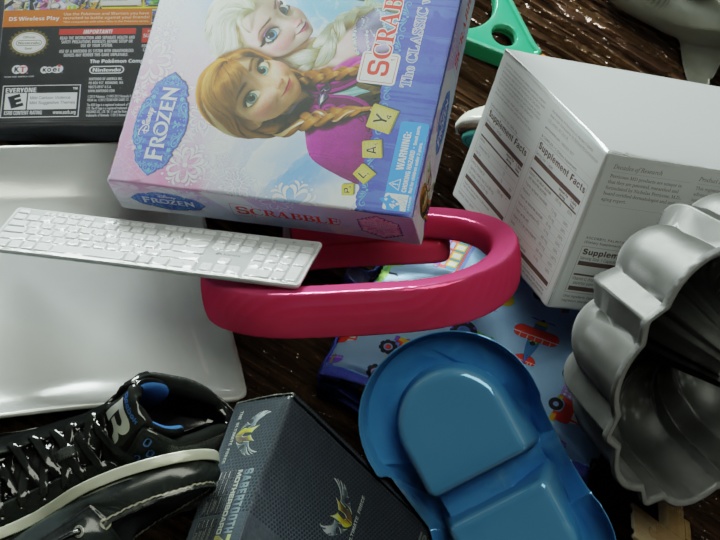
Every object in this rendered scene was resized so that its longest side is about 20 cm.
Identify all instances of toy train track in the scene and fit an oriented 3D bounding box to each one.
[{"bbox_3d":[0.191,0.147,1.392,0.115,0.032,0.200,38,43,-43],"label":"toy train track"}]

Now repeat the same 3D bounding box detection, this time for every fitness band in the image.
[{"bbox_3d":[0.000,0.000,1.328,0.199,0.038,0.144,-4,19,6],"label":"fitness band"}]

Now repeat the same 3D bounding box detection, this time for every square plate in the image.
[{"bbox_3d":[-0.187,0.007,1.354,0.199,0.028,0.199,-3,58,-22],"label":"square plate"}]

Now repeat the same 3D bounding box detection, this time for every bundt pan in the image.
[{"bbox_3d":[0.202,0.038,1.286,0.202,0.202,0.076,-22,42,-28],"label":"bundt pan"}]

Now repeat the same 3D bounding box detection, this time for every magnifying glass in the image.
[{"bbox_3d":[0.110,-0.164,1.566,0.200,0.022,0.080,43,57,8],"label":"magnifying glass"}]

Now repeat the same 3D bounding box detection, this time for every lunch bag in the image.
[{"bbox_3d":[0.076,0.050,1.390,0.200,0.094,0.151,28,57,5],"label":"lunch bag"}]

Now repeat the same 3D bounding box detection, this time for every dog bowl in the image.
[{"bbox_3d":[0.078,0.127,1.290,0.111,0.050,0.200,-28,93,10],"label":"dog bowl"}]

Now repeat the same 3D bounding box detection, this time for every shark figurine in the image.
[{"bbox_3d":[0.272,-0.172,1.580,0.128,0.214,0.090,14,94,-44],"label":"shark figurine"}]

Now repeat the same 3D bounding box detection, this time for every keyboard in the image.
[{"bbox_3d":[-0.126,-0.014,1.308,0.199,0.011,0.056,7,23,12],"label":"keyboard"}]

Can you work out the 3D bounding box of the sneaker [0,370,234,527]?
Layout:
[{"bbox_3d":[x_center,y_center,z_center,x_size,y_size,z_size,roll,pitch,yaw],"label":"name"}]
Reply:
[{"bbox_3d":[-0.167,0.103,1.258,0.199,0.112,0.073,-9,62,-23],"label":"sneaker"}]

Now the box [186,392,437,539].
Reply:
[{"bbox_3d":[-0.039,0.196,1.237,0.158,0.051,0.200,46,47,-33],"label":"box"}]

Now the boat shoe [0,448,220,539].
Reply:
[{"bbox_3d":[-0.163,0.164,1.212,0.199,0.075,0.066,-23,71,2],"label":"boat shoe"}]

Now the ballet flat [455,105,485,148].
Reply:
[{"bbox_3d":[0.152,-0.094,1.491,0.200,0.069,0.070,17,55,-28],"label":"ballet flat"}]

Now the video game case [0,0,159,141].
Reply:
[{"bbox_3d":[-0.144,-0.171,1.433,0.199,0.026,0.181,0,66,3],"label":"video game case"}]

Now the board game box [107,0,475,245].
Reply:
[{"bbox_3d":[-0.040,-0.124,1.358,0.199,0.041,0.201,7,66,14],"label":"board game box"}]

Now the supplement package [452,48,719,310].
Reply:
[{"bbox_3d":[0.190,-0.051,1.388,0.199,0.111,0.156,7,26,-27],"label":"supplement package"}]
